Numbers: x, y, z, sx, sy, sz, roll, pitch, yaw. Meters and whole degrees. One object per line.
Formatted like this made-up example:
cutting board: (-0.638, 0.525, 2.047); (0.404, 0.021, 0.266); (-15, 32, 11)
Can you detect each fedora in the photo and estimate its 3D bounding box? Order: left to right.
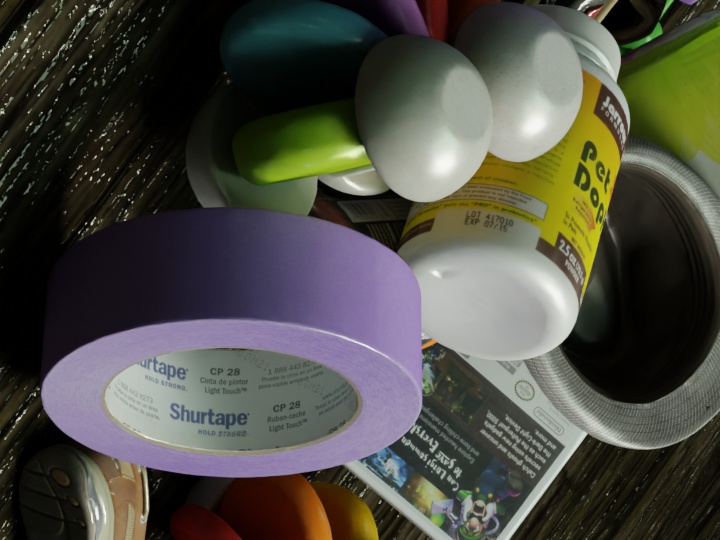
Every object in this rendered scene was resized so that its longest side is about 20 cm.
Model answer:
fedora: (0.151, 0.010, 1.628); (0.177, 0.090, 0.200); (-48, 114, -18)

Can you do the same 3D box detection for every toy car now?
toy car: (-0.079, 0.209, 1.581); (0.200, 0.175, 0.150); (-56, 144, 1)
toy car: (0.003, -0.111, 1.354); (0.200, 0.175, 0.151); (-24, 100, -48)

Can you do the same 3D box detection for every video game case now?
video game case: (0.059, 0.066, 1.669); (0.182, 0.200, 0.023); (-52, -162, -9)

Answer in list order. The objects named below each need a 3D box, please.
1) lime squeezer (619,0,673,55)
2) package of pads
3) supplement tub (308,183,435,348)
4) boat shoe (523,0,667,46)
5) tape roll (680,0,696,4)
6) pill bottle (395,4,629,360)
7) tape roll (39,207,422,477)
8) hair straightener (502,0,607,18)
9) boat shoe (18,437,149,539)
lime squeezer: (0.175, -0.143, 1.792); (0.200, 0.038, 0.071); (-56, -173, -2)
package of pads: (0.203, -0.073, 1.683); (0.200, 0.155, 0.068); (-27, -178, 33)
supplement tub: (0.000, 0.000, 1.536); (0.200, 0.107, 0.107); (-5, 125, -59)
boat shoe: (0.167, -0.174, 1.684); (0.200, 0.064, 0.071); (-40, 151, -33)
tape roll: (0.184, -0.247, 1.358); (0.201, 0.085, 0.200); (-62, -175, 9)
pill bottle: (0.092, -0.055, 1.489); (0.109, 0.109, 0.201); (87, 18, -54)
tape roll: (-0.067, 0.042, 1.358); (0.200, 0.199, 0.066); (68, 20, -62)
hair straightener: (0.093, -0.133, 1.580); (0.077, 0.041, 0.200); (18, 128, -31)
boat shoe: (-0.155, 0.170, 1.505); (0.072, 0.076, 0.201); (-37, 151, -41)
